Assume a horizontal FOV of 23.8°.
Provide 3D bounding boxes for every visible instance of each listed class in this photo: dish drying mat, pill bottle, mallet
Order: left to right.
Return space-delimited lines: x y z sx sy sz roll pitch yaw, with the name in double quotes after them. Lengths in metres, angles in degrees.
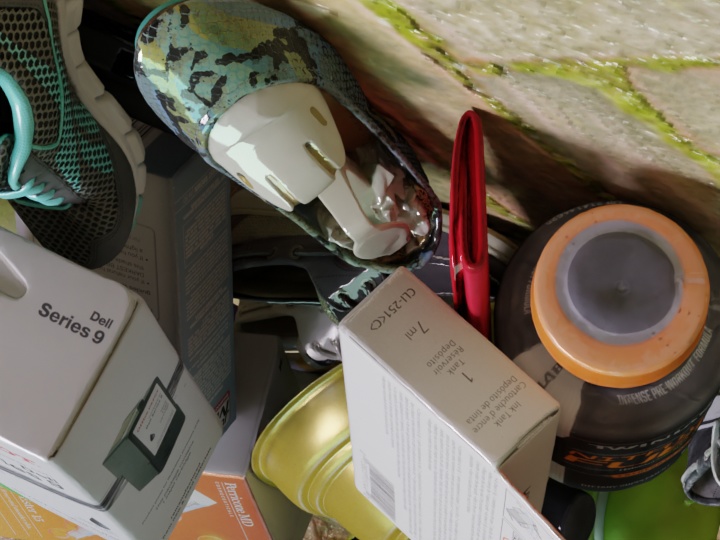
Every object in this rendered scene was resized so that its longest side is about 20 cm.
0.050 0.016 0.774 0.018 0.077 0.201 -2 150 5 "dish drying mat"
0.068 0.172 0.999 0.065 0.042 0.200 11 -155 33 "mallet"
0.112 0.033 0.767 0.105 0.107 0.200 19 167 11 "pill bottle"

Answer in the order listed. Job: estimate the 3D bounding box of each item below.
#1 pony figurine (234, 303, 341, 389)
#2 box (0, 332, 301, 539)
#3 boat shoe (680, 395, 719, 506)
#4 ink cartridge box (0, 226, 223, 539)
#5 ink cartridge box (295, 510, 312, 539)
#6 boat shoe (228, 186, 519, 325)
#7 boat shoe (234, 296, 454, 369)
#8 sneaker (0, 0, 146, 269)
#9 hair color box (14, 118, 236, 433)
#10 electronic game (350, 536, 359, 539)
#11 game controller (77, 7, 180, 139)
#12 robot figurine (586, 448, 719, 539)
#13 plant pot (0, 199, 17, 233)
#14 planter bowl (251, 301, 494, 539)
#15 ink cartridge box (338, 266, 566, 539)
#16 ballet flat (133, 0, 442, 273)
-0.095 0.064 1.188 0.198 0.168 0.193 9 164 -16 "pony figurine"
-0.140 0.105 1.054 0.198 0.098 0.125 3 146 14 "box"
0.225 0.102 0.945 0.073 0.069 0.199 23 167 -9 "boat shoe"
-0.160 0.052 0.807 0.145 0.085 0.200 23 163 15 "ink cartridge box"
-0.132 0.231 1.130 0.084 0.201 0.144 44 134 -20 "ink cartridge box"
0.000 0.000 0.901 0.199 0.065 0.072 10 160 36 "boat shoe"
-0.008 0.027 1.016 0.199 0.070 0.071 8 162 48 "boat shoe"
-0.147 -0.058 0.711 0.077 0.092 0.201 6 141 17 "sneaker"
-0.124 0.008 0.913 0.098 0.061 0.201 17 129 19 "hair color box"
0.078 0.214 1.049 0.198 0.042 0.200 19 -166 -5 "electronic game"
-0.120 -0.098 0.785 0.198 0.042 0.104 24 -179 -6 "game controller"
0.154 0.149 1.147 0.199 0.116 0.176 10 155 39 "robot figurine"
-0.252 -0.024 0.992 0.182 0.202 0.201 7 164 11 "plant pot"
0.046 0.106 0.956 0.084 0.199 0.200 63 -175 24 "planter bowl"
0.066 0.109 0.765 0.176 0.045 0.200 43 163 20 "ink cartridge box"
-0.019 -0.049 0.713 0.074 0.075 0.200 13 171 33 "ballet flat"
